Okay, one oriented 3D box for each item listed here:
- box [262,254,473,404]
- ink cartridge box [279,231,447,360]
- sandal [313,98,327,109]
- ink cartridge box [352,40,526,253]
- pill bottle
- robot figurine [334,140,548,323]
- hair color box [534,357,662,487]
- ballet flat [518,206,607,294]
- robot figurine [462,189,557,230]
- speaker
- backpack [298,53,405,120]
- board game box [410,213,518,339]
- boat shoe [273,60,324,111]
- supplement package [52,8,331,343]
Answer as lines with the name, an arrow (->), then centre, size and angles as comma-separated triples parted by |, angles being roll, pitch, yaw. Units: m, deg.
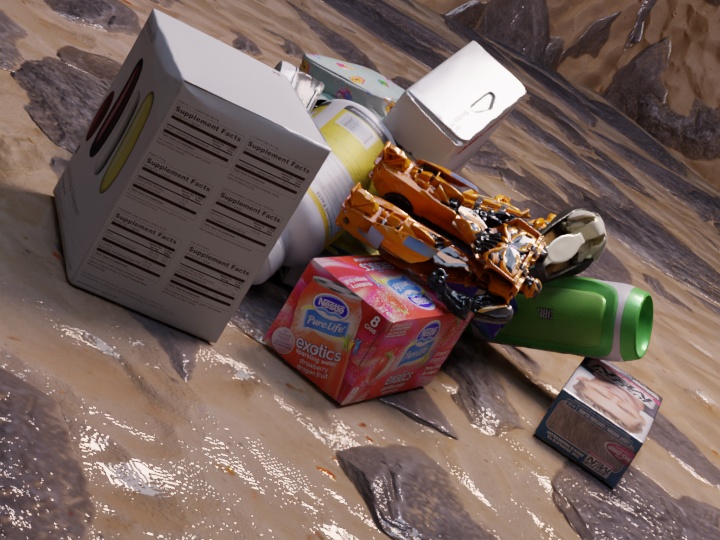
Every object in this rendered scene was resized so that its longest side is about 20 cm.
box -> 0.012, 0.050, 1.541 | 0.100, 0.096, 0.200 | 39, 17, 20
ink cartridge box -> 0.000, 0.000, 1.766 | 0.200, 0.047, 0.198 | 24, 16, -17
sandal -> -0.059, -0.181, 1.897 | 0.075, 0.045, 0.200 | 6, -5, 2
ink cartridge box -> 0.065, -0.130, 1.745 | 0.083, 0.200, 0.147 | 45, 45, 5
pill bottle -> -0.059, -0.074, 1.626 | 0.112, 0.112, 0.200 | 36, 53, 14
robot figurine -> 0.085, -0.034, 1.567 | 0.200, 0.058, 0.145 | 29, 49, 5
hair color box -> 0.255, 0.152, 1.754 | 0.100, 0.061, 0.200 | 34, 17, 8
ballet flat -> 0.222, -0.025, 1.773 | 0.200, 0.068, 0.068 | -32, 96, -47
robot figurine -> 0.160, -0.052, 1.886 | 0.145, 0.058, 0.200 | 21, 7, 17
speaker -> 0.213, 0.047, 1.815 | 0.200, 0.089, 0.088 | 8, 6, 24
backpack -> -0.014, -0.180, 2.088 | 0.176, 0.153, 0.200 | 28, 4, 21
board game box -> 0.093, 0.000, 1.704 | 0.134, 0.045, 0.200 | 40, -3, 12
boat shoe -> -0.089, -0.121, 1.735 | 0.068, 0.074, 0.200 | 25, 61, -13
supplement package -> -0.154, -0.085, 1.447 | 0.147, 0.200, 0.191 | 25, 17, -25
